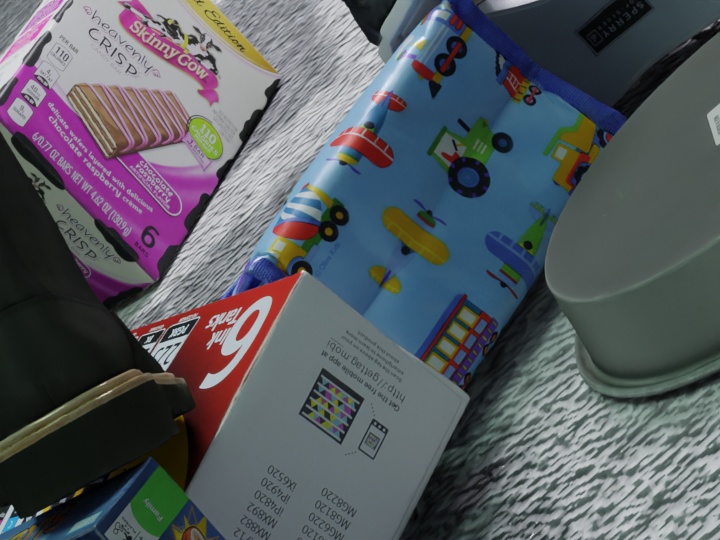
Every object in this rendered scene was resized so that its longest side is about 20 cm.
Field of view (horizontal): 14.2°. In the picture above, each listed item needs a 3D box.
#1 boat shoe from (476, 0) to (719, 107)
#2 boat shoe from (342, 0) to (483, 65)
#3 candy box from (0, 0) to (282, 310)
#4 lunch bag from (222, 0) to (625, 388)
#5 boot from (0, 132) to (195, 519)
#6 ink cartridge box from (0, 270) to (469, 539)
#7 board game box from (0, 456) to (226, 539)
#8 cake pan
[{"bbox_3d":[0.102,-0.115,1.224,0.199,0.074,0.068,-40,7,42],"label":"boat shoe"},{"bbox_3d":[0.022,-0.135,1.209,0.074,0.060,0.200,-40,-4,-4],"label":"boat shoe"},{"bbox_3d":[-0.140,-0.090,1.652,0.061,0.136,0.200,-30,22,39],"label":"candy box"},{"bbox_3d":[0.000,0.000,1.179,0.151,0.094,0.200,-55,7,-26],"label":"lunch bag"},{"bbox_3d":[-0.115,0.002,0.947,0.077,0.139,0.200,-28,2,-12],"label":"boot"},{"bbox_3d":[-0.076,0.107,1.059,0.200,0.084,0.176,-19,39,57],"label":"ink cartridge box"},{"bbox_3d":[-0.088,0.146,0.933,0.200,0.135,0.034,-29,17,46],"label":"board game box"},{"bbox_3d":[0.140,-0.041,1.009,0.200,0.037,0.200,-41,16,14],"label":"cake pan"}]
